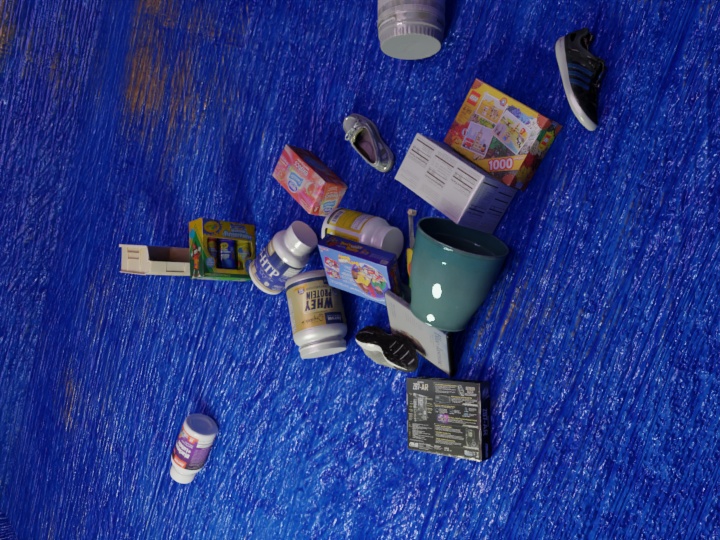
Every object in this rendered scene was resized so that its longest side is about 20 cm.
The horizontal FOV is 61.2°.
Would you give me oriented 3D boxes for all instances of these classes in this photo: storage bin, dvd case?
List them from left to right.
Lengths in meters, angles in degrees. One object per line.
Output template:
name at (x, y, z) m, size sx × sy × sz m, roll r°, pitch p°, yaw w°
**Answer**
storage bin at (-0.673, -0.034, 2.044) m, size 0.196 × 0.198 × 0.096 m, roll 4°, pitch 91°, yaw 41°
dvd case at (0.133, 0.142, 1.372) m, size 0.199 × 0.017 × 0.145 m, roll 33°, pitch 148°, yaw 38°

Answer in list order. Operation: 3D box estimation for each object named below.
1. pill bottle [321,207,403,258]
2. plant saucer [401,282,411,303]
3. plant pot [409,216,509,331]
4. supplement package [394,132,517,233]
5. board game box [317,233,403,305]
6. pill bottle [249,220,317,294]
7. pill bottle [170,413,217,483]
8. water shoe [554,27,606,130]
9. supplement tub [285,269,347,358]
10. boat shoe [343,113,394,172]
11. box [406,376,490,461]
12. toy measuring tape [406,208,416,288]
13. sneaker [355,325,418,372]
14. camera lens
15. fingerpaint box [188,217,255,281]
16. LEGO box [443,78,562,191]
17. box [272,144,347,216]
pill bottle at (0.006, -0.082, 1.497) m, size 0.198 × 0.111 × 0.115 m, roll 19°, pitch 99°, yaw 41°
plant saucer at (0.120, 0.079, 1.446) m, size 0.198 × 0.019 × 0.071 m, roll 26°, pitch 104°, yaw 41°
plant pot at (0.189, 0.014, 1.285) m, size 0.199 × 0.197 × 0.192 m, roll 33°, pitch 118°, yaw 38°
supplement package at (0.203, -0.184, 1.298) m, size 0.200 × 0.154 × 0.112 m, roll 43°, pitch 112°, yaw 35°
board game box at (0.000, 0.000, 1.445) m, size 0.197 × 0.045 × 0.136 m, roll 19°, pitch 140°, yaw 30°
pill bottle at (-0.210, -0.039, 1.684) m, size 0.200 × 0.118 × 0.121 m, roll -44°, pitch 60°, yaw 30°
pill bottle at (-0.537, 0.570, 1.938) m, size 0.111 × 0.110 × 0.203 m, roll 37°, pitch 111°, yaw 37°
water shoe at (0.431, -0.371, 1.164) m, size 0.078 × 0.071 × 0.205 m, roll -22°, pitch 73°, yaw 36°
supplement tub at (-0.111, 0.113, 1.567) m, size 0.143 × 0.143 × 0.205 m, roll -23°, pitch 73°, yaw 38°
boat shoe at (0.011, -0.329, 1.541) m, size 0.075 × 0.064 × 0.204 m, roll -48°, pitch 58°, yaw 28°
box at (0.191, 0.323, 1.347) m, size 0.197 × 0.043 × 0.165 m, roll -5°, pitch 83°, yaw 42°
toy measuring tape at (0.143, -0.043, 1.401) m, size 0.072 × 0.073 × 0.205 m, roll -6°, pitch 83°, yaw 41°
sneaker at (0.070, 0.195, 1.446) m, size 0.199 × 0.074 × 0.080 m, roll 22°, pitch 143°, yaw 50°
camera lens at (0.117, -0.614, 1.403) m, size 0.158 × 0.158 × 0.205 m, roll -1°, pitch 86°, yaw 41°
fingerpaint box at (-0.406, -0.058, 1.807) m, size 0.072 × 0.198 × 0.171 m, roll -9°, pitch 81°, yaw 39°
LEGO box at (0.294, -0.285, 1.276) m, size 0.200 × 0.076 × 0.151 m, roll 43°, pitch 114°, yaw 35°
box at (-0.140, -0.243, 1.651) m, size 0.200 × 0.094 × 0.104 m, roll 46°, pitch 117°, yaw 34°
